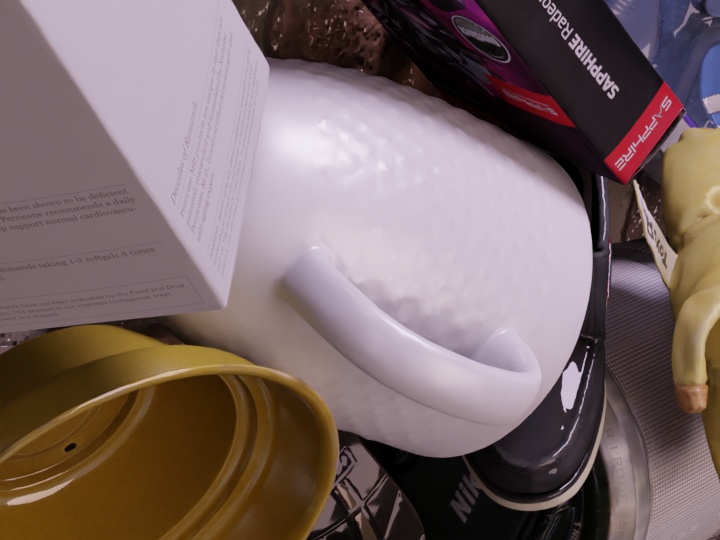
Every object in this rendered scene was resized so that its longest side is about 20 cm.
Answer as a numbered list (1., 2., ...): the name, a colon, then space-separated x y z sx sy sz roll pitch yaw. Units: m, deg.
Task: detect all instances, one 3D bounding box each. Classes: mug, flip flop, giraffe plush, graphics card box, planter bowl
1. mug: 0.000 0.000 1.044 0.175 0.200 0.148 23 107 -41
2. flip flop: -0.031 0.108 1.192 0.081 0.057 0.201 -42 123 -20
3. giraffe plush: 0.222 0.000 1.121 0.200 0.161 0.174 48 34 -63
4. graphics card box: 0.041 -0.125 1.060 0.051 0.125 0.200 -50 132 -9
5. planter bowl: -0.114 0.083 1.016 0.199 0.084 0.201 -23 144 -18

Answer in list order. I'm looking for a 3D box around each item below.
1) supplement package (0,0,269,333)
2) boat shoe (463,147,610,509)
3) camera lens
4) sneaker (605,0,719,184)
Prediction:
1. supplement package: -0.126 -0.083 0.875 0.200 0.116 0.118 60 32 -49
2. boat shoe: 0.077 0.011 1.144 0.063 0.073 0.203 85 9 -55
3. camera lens: 0.119 0.076 1.270 0.199 0.159 0.161 -21 125 -45
4. sneaker: 0.189 -0.112 1.239 0.147 0.080 0.200 -50 136 -2
